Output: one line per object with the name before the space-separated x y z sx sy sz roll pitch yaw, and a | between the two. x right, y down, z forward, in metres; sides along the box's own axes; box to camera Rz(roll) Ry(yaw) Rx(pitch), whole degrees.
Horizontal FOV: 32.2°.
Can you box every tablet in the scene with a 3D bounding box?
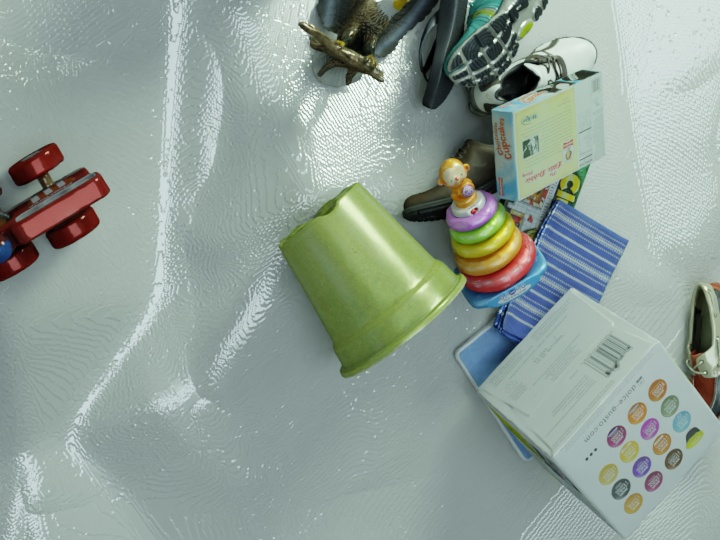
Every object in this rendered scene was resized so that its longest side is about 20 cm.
tablet | 0.228 0.154 1.744 0.130 0.014 0.201 -37 107 -9

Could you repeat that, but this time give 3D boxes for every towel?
towel | 0.278 0.020 1.715 0.144 0.024 0.202 26 89 -27

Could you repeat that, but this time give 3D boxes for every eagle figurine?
eagle figurine | 0.017 -0.331 1.560 0.152 0.149 0.202 65 37 -55

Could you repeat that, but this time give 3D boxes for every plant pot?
plant pot | 0.000 0.000 1.569 0.200 0.200 0.185 -39 96 -8

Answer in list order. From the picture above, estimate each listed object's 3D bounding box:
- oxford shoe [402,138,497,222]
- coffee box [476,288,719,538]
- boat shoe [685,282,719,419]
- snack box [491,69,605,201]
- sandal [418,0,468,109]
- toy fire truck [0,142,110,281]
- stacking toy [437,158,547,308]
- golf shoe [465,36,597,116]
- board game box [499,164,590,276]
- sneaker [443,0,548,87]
oxford shoe | 0.138 -0.124 1.654 0.198 0.073 0.085 -24 80 -10
coffee box | 0.315 0.186 1.651 0.200 0.200 0.198 -45 121 -4
boat shoe | 0.497 0.117 1.791 0.062 0.071 0.203 7 90 -34
snack box | 0.244 -0.175 1.600 0.199 0.037 0.118 -27 119 -40
sandal | 0.106 -0.309 1.613 0.042 0.076 0.203 12 94 19
toy fire truck | -0.386 -0.059 1.432 0.199 0.168 0.113 -31 106 -11
stacking toy | 0.149 -0.061 1.589 0.115 0.110 0.201 -28 123 1
golf shoe | 0.239 -0.252 1.644 0.198 0.094 0.079 -26 104 -14
board game box | 0.247 -0.104 1.707 0.104 0.023 0.202 19 92 -21
sneaker | 0.168 -0.313 1.608 0.201 0.079 0.078 -51 135 -21
